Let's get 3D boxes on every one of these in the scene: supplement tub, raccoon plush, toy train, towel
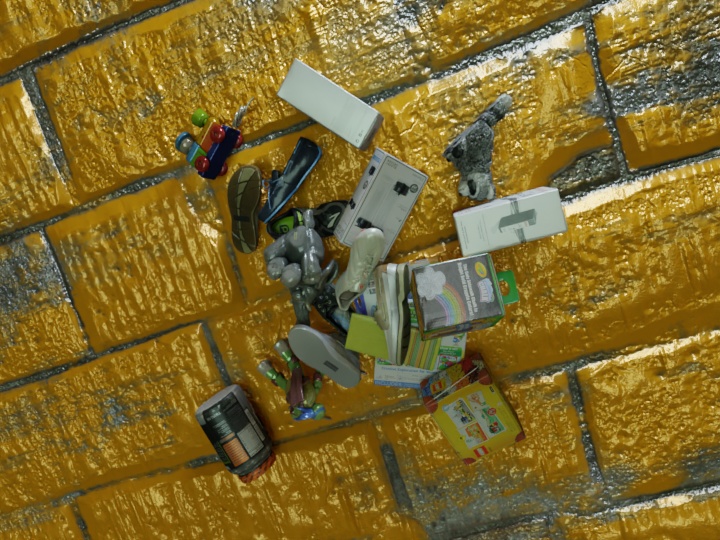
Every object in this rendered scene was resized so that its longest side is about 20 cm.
[{"bbox_3d":[-0.287,0.382,1.220,0.121,0.123,0.202,-29,95,13],"label":"supplement tub"},{"bbox_3d":[0.260,-0.232,1.039,0.200,0.097,0.134,-42,100,13],"label":"raccoon plush"},{"bbox_3d":[-0.314,-0.310,1.123,0.115,0.084,0.202,37,104,14],"label":"toy train"},{"bbox_3d":[0.069,0.149,1.102,0.196,0.018,0.088,14,108,2],"label":"towel"}]

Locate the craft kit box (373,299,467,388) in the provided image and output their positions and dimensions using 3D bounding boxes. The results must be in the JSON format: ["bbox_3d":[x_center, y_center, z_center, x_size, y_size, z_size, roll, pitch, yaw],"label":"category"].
[{"bbox_3d":[0.127,0.161,1.130,0.195,0.049,0.201,4,116,5],"label":"craft kit box"}]

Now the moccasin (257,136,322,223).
[{"bbox_3d":[-0.163,-0.195,1.122,0.068,0.080,0.201,37,90,-10],"label":"moccasin"}]

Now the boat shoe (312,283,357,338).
[{"bbox_3d":[-0.061,0.081,1.161,0.199,0.057,0.069,42,103,1],"label":"boat shoe"}]

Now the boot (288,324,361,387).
[{"bbox_3d":[-0.077,0.167,1.140,0.073,0.096,0.200,-37,114,19],"label":"boot"}]

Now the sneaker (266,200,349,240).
[{"bbox_3d":[-0.111,-0.102,1.120,0.195,0.083,0.072,-12,88,10],"label":"sneaker"}]

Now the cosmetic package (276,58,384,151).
[{"bbox_3d":[-0.058,-0.331,1.059,0.198,0.108,0.086,34,104,0],"label":"cosmetic package"}]

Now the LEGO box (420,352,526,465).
[{"bbox_3d":[0.240,0.299,1.115,0.147,0.078,0.202,-29,114,12],"label":"LEGO box"}]

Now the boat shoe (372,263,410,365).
[{"bbox_3d":[0.062,0.087,1.050,0.067,0.075,0.205,1,94,19],"label":"boat shoe"}]

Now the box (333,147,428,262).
[{"bbox_3d":[0.040,-0.134,1.080,0.115,0.060,0.203,20,105,-27],"label":"box"}]

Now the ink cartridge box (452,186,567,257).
[{"bbox_3d":[0.286,-0.098,1.028,0.196,0.144,0.086,-13,98,11],"label":"ink cartridge box"}]

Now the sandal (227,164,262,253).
[{"bbox_3d":[-0.249,-0.137,1.158,0.079,0.054,0.204,12,117,12],"label":"sandal"}]

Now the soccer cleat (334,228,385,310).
[{"bbox_3d":[0.000,0.000,1.057,0.068,0.079,0.201,12,135,-18],"label":"soccer cleat"}]

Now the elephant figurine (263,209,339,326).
[{"bbox_3d":[-0.116,0.010,1.093,0.153,0.201,0.143,-29,59,-1],"label":"elephant figurine"}]

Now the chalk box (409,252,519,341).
[{"bbox_3d":[0.203,0.050,1.014,0.195,0.124,0.127,-10,74,0],"label":"chalk box"}]

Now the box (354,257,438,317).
[{"bbox_3d":[0.083,0.048,1.143,0.196,0.041,0.122,-9,100,13],"label":"box"}]

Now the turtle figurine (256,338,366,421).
[{"bbox_3d":[-0.130,0.259,1.198,0.194,0.199,0.145,42,128,19],"label":"turtle figurine"}]
